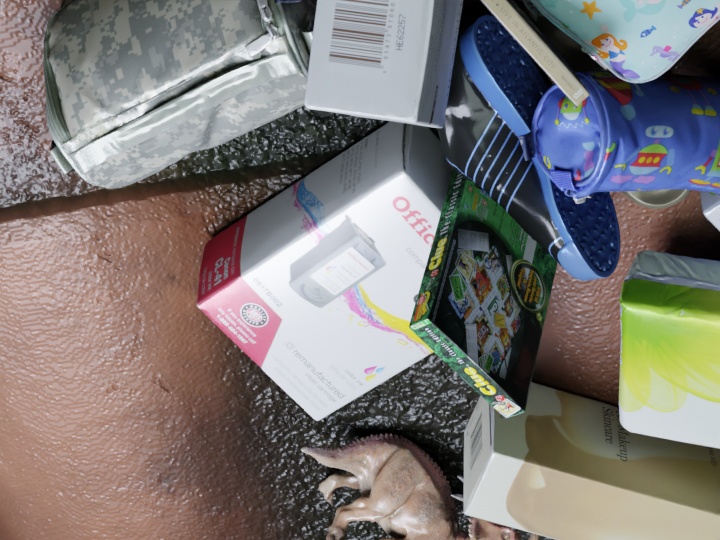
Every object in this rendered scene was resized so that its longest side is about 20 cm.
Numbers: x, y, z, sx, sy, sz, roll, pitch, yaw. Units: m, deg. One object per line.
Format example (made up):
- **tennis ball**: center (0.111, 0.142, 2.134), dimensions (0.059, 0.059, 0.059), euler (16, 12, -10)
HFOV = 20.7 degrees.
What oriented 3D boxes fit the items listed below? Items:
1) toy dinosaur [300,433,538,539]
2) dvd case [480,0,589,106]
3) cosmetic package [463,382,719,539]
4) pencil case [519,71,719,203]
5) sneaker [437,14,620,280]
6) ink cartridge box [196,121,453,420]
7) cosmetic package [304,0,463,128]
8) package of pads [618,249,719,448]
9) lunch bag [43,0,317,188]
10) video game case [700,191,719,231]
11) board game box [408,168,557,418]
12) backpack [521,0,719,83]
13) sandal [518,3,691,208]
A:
- **toy dinosaur**: center (0.047, 0.185, 1.597), dimensions (0.135, 0.086, 0.200), euler (-40, 99, 16)
- **dvd case**: center (0.067, -0.196, 1.253), dimensions (0.016, 0.149, 0.200), euler (-42, 105, 10)
- **cosmetic package**: center (0.184, 0.160, 1.552), dimensions (0.199, 0.106, 0.071), euler (15, 126, -9)
- **pencil case**: center (0.208, -0.089, 1.332), dimensions (0.199, 0.078, 0.087), euler (-2, 109, -34)
- **sneaker**: center (0.106, -0.077, 1.364), dimensions (0.078, 0.070, 0.201), euler (-22, 99, 44)
- **ink cartridge box**: center (0.000, 0.000, 1.458), dimensions (0.199, 0.086, 0.148), euler (-32, 118, 25)
- **cosmetic package**: center (0.019, -0.143, 1.229), dimensions (0.074, 0.200, 0.102), euler (9, 96, 8)
- **package of pads**: center (0.292, 0.069, 1.464), dimensions (0.199, 0.068, 0.155), euler (10, 139, 15)
- **lunch bag**: center (-0.107, -0.148, 1.305), dimensions (0.199, 0.168, 0.140), euler (-24, 122, 19)
- **video game case**: center (0.378, -0.039, 1.430), dimensions (0.181, 0.046, 0.200), euler (-35, 117, 27)
- **board game box**: center (0.093, -0.004, 1.378), dimensions (0.023, 0.201, 0.105), euler (-29, 120, 38)
- **backpack**: center (0.164, -0.232, 1.247), dimensions (0.200, 0.151, 0.177), euler (37, 121, -16)
- **sandal**: center (0.167, -0.111, 1.383), dimensions (0.080, 0.054, 0.200), euler (-35, 113, 25)
